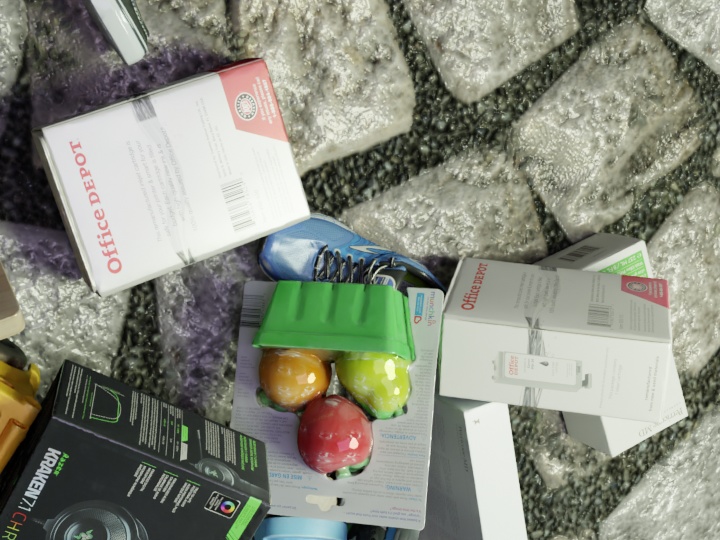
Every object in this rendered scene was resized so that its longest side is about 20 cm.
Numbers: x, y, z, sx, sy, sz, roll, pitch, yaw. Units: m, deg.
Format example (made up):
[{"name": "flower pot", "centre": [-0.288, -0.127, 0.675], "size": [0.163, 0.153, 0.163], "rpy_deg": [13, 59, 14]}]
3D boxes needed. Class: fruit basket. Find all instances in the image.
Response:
[{"name": "fruit basket", "centre": [-0.023, 0.111, 0.972], "size": [0.184, 0.094, 0.202], "rpy_deg": [1, 85, 18]}]

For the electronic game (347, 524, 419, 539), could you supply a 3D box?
[{"name": "electronic game", "centre": [0.000, 0.271, 1.033], "size": [0.041, 0.200, 0.201], "rpy_deg": [26, 88, -8]}]

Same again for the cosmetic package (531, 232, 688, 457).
[{"name": "cosmetic package", "centre": [0.253, 0.075, 1.170], "size": [0.107, 0.085, 0.202], "rpy_deg": [-25, 106, -19]}]

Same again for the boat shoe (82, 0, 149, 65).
[{"name": "boat shoe", "centre": [-0.211, -0.271, 0.925], "size": [0.071, 0.072, 0.201], "rpy_deg": [-27, 106, -12]}]

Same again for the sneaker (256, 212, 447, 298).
[{"name": "sneaker", "centre": [0.000, 0.000, 1.048], "size": [0.199, 0.089, 0.079], "rpy_deg": [17, 91, -22]}]

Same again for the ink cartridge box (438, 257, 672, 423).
[{"name": "ink cartridge box", "centre": [0.178, 0.059, 1.034], "size": [0.198, 0.147, 0.084], "rpy_deg": [6, 113, 12]}]

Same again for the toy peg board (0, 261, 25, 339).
[{"name": "toy peg board", "centre": [-0.373, -0.016, 0.817], "size": [0.199, 0.199, 0.098], "rpy_deg": [-21, 132, -18]}]

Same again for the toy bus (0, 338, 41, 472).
[{"name": "toy bus", "centre": [-0.348, 0.099, 0.863], "size": [0.199, 0.192, 0.136], "rpy_deg": [35, 86, -22]}]

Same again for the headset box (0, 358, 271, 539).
[{"name": "headset box", "centre": [-0.186, 0.198, 0.911], "size": [0.199, 0.093, 0.175], "rpy_deg": [26, 108, -18]}]

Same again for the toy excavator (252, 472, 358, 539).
[{"name": "toy excavator", "centre": [-0.082, 0.293, 1.046], "size": [0.099, 0.194, 0.202], "rpy_deg": [13, 65, -24]}]

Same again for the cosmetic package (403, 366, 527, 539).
[{"name": "cosmetic package", "centre": [0.097, 0.204, 1.088], "size": [0.051, 0.151, 0.202], "rpy_deg": [-15, 104, -20]}]

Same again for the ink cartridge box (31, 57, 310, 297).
[{"name": "ink cartridge box", "centre": [-0.162, -0.083, 0.970], "size": [0.199, 0.083, 0.148], "rpy_deg": [-21, 105, -19]}]
